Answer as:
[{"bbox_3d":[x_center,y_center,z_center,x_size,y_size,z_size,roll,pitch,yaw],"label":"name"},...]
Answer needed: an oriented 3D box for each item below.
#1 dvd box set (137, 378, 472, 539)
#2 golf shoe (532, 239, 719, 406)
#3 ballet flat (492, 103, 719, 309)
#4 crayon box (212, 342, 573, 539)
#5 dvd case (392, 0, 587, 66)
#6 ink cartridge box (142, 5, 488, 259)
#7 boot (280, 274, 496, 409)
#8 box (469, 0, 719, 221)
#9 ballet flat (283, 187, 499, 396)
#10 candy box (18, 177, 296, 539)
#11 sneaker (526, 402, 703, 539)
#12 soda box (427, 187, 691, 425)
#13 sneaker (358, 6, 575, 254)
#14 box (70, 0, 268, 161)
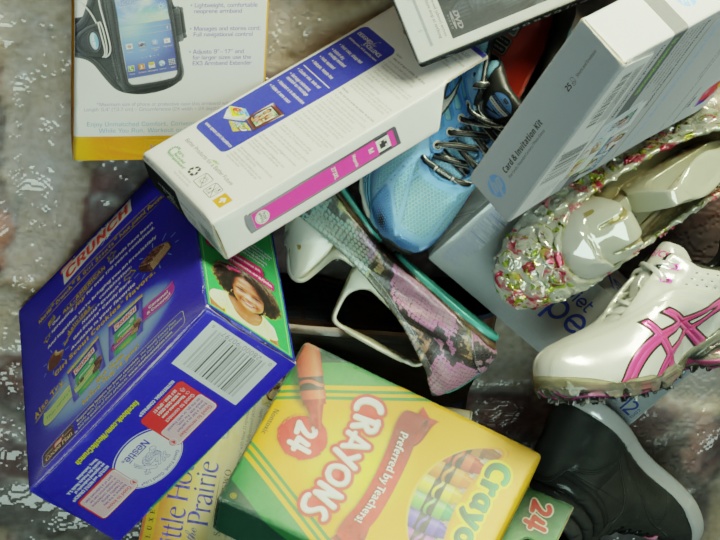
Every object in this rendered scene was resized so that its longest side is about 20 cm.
[{"bbox_3d":[-0.035,0.142,1.736,0.200,0.146,0.029,9,151,-2],"label":"dvd box set"},{"bbox_3d":[0.181,0.031,1.717,0.200,0.073,0.092,-16,98,-37],"label":"golf shoe"},{"bbox_3d":[0.169,-0.043,1.702,0.200,0.064,0.076,-38,112,-19],"label":"ballet flat"},{"bbox_3d":[0.025,0.144,1.696,0.200,0.127,0.051,25,151,6],"label":"crayon box"},{"bbox_3d":[0.100,-0.227,1.606,0.200,0.025,0.150,-22,90,6],"label":"dvd case"},{"bbox_3d":[-0.025,-0.089,1.639,0.200,0.095,0.037,-33,131,-11],"label":"ink cartridge box"},{"bbox_3d":[-0.011,0.060,1.777,0.200,0.075,0.097,1,118,-11],"label":"boot"},{"bbox_3d":[0.171,-0.122,1.611,0.200,0.041,0.156,-29,163,-38],"label":"box"},{"bbox_3d":[0.000,0.000,1.708,0.071,0.069,0.200,-43,92,3],"label":"ballet flat"},{"bbox_3d":[-0.129,0.041,1.674,0.077,0.200,0.169,35,112,-27],"label":"candy box"},{"bbox_3d":[0.161,0.164,1.831,0.099,0.071,0.200,-56,139,-11],"label":"sneaker"},{"bbox_3d":[0.127,0.012,1.771,0.063,0.068,0.200,-42,117,16],"label":"soda box"},{"bbox_3d":[0.066,-0.100,1.654,0.078,0.090,0.200,26,95,-22],"label":"sneaker"},{"bbox_3d":[-0.116,-0.162,1.648,0.119,0.041,0.200,-1,119,-9],"label":"box"}]
